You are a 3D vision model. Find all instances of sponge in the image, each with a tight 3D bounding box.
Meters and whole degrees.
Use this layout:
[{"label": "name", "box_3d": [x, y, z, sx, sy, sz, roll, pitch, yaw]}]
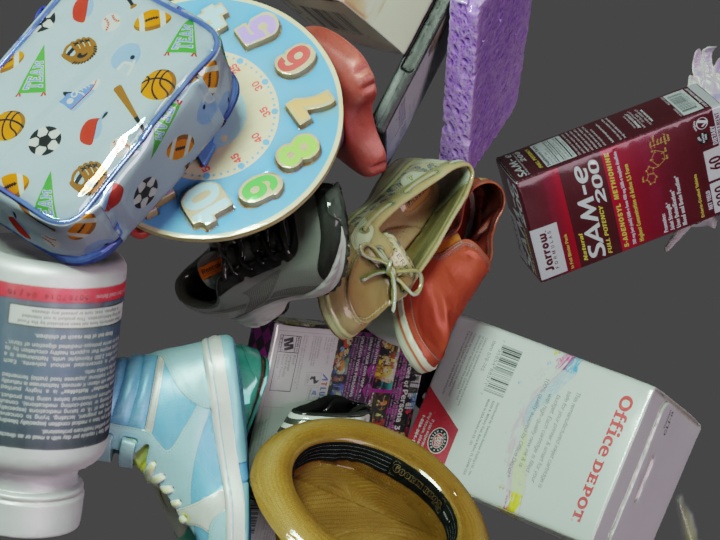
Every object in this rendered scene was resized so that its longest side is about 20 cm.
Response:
[{"label": "sponge", "box_3d": [0.105, -0.179, 1.650, 0.112, 0.030, 0.201, -54, 159, -35]}]

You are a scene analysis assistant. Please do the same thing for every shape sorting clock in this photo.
[{"label": "shape sorting clock", "box_3d": [-0.111, -0.113, 1.450, 0.200, 0.199, 0.039, -54, 163, -15]}]

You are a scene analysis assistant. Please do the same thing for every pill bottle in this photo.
[{"label": "pill bottle", "box_3d": [-0.235, 0.082, 1.435, 0.119, 0.119, 0.201, -2, 104, -42]}]

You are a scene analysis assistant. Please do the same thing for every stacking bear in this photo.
[{"label": "stacking bear", "box_3d": [-0.095, -0.094, 1.517, 0.199, 0.114, 0.122, -31, 139, -19]}]

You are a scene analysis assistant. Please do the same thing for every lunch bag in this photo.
[{"label": "lunch bag", "box_3d": [-0.189, -0.113, 1.399, 0.200, 0.160, 0.076, -51, 151, -18]}]

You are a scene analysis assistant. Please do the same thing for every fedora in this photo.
[{"label": "fedora", "box_3d": [0.000, 0.203, 1.553, 0.200, 0.201, 0.082, -8, 137, -40]}]

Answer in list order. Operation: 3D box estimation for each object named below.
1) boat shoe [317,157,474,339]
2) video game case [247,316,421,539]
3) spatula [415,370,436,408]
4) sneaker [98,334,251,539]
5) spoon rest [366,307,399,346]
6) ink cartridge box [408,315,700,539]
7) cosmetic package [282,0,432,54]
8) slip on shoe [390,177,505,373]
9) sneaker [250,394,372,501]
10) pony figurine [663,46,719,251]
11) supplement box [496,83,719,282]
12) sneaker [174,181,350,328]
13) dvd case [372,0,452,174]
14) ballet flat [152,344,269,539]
[{"label": "boat shoe", "box_3d": [0.027, -0.025, 1.601, 0.073, 0.062, 0.200, 58, 43, -30]}, {"label": "video game case", "box_3d": [-0.034, 0.142, 1.692, 0.181, 0.036, 0.201, 5, 99, -43]}, {"label": "spatula", "box_3d": [0.073, 0.025, 1.762, 0.056, 0.021, 0.201, 6, 101, -31]}, {"label": "sneaker", "box_3d": [-0.149, 0.154, 1.533, 0.130, 0.080, 0.201, -5, 88, -3]}, {"label": "spoon rest", "box_3d": [0.000, 0.000, 1.665, 0.200, 0.060, 0.100, 28, 58, -49]}, {"label": "ink cartridge box", "box_3d": [0.167, 0.151, 1.744, 0.145, 0.199, 0.146, 33, 80, -58]}, {"label": "cosmetic package", "box_3d": [0.023, -0.281, 1.571, 0.087, 0.103, 0.201, 35, 77, -42]}, {"label": "slip on shoe", "box_3d": [0.074, -0.003, 1.666, 0.074, 0.061, 0.201, 52, 43, -34]}, {"label": "sneaker", "box_3d": [0.002, 0.175, 1.656, 0.200, 0.075, 0.116, 36, 81, -39]}, {"label": "pony figurine", "box_3d": [0.373, -0.106, 1.890, 0.166, 0.199, 0.194, 4, 93, -60]}, {"label": "supplement box", "box_3d": [0.231, -0.079, 1.795, 0.199, 0.061, 0.109, -21, 119, -6]}, {"label": "sneaker", "box_3d": [-0.072, -0.008, 1.519, 0.079, 0.200, 0.074, 4, 66, -33]}, {"label": "dvd case", "box_3d": [0.057, -0.183, 1.628, 0.201, 0.017, 0.143, -62, 175, -8]}, {"label": "ballet flat", "box_3d": [-0.129, 0.154, 1.602, 0.070, 0.067, 0.201, 11, 95, -19]}]
